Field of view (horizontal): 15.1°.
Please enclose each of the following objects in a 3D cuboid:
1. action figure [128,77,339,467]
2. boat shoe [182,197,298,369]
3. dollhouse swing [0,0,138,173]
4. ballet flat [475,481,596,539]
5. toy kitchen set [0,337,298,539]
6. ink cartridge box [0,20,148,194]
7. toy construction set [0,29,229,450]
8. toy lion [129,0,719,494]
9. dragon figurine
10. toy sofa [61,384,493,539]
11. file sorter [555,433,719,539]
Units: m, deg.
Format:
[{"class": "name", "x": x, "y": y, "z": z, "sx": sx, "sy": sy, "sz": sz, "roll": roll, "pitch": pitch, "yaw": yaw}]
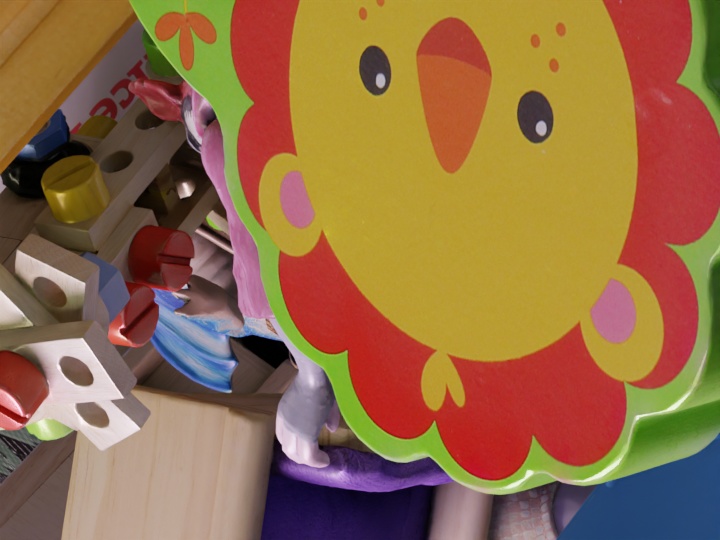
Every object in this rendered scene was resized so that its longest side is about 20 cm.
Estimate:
[{"class": "action figure", "x": 0.011, "y": -0.032, "z": 0.631, "sx": 0.199, "sy": 0.134, "sz": 0.149, "roll": 14, "pitch": 160, "yaw": 38}, {"class": "boat shoe", "x": 0.000, "y": 0.000, "z": 0.891, "sx": 0.200, "sy": 0.072, "sz": 0.072, "roll": 35, "pitch": 163, "yaw": 25}, {"class": "dollhouse swing", "x": -0.119, "y": -0.128, "z": 0.658, "sx": 0.200, "sy": 0.176, "sz": 0.182, "roll": 43, "pitch": 165, "yaw": 2}, {"class": "ballet flat", "x": 0.118, "y": 0.115, "z": 0.962, "sx": 0.200, "sy": 0.068, "sz": 0.062, "roll": 40, "pitch": 137, "yaw": -1}, {"class": "toy kitchen set", "x": -0.106, "y": 0.120, "z": 1.277, "sx": 0.163, "sy": 0.181, "sz": 0.200, "roll": 33, "pitch": 163, "yaw": 35}, {"class": "ink cartridge box", "x": -0.143, "y": -0.103, "z": 0.834, "sx": 0.083, "sy": 0.145, "sz": 0.200, "roll": 22, "pitch": 154, "yaw": 54}, {"class": "toy construction set", "x": -0.060, "y": -0.004, "z": 0.772, "sx": 0.131, "sy": 0.200, "sz": 0.093, "roll": 9, "pitch": 121, "yaw": 29}, {"class": "toy lion", "x": 0.011, "y": -0.061, "z": 0.525, "sx": 0.200, "sy": 0.068, "sz": 0.193, "roll": 29, "pitch": 121, "yaw": 43}, {"class": "dragon figurine", "x": -0.059, "y": 0.007, "z": 1.083, "sx": 0.200, "sy": 0.059, "sz": 0.100, "roll": 39, "pitch": 164, "yaw": 18}, {"class": "toy sofa", "x": -0.007, "y": 0.082, "z": 0.866, "sx": 0.097, "sy": 0.083, "sz": 0.200, "roll": 11, "pitch": -177, "yaw": 23}, {"class": "file sorter", "x": 0.133, "y": 0.144, "z": 0.732, "sx": 0.123, "sy": 0.139, "sz": 0.200, "roll": 47, "pitch": 164, "yaw": -30}]
